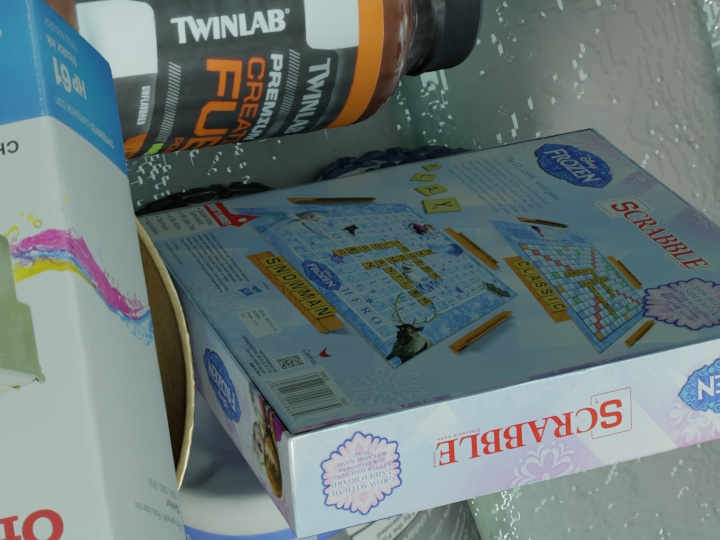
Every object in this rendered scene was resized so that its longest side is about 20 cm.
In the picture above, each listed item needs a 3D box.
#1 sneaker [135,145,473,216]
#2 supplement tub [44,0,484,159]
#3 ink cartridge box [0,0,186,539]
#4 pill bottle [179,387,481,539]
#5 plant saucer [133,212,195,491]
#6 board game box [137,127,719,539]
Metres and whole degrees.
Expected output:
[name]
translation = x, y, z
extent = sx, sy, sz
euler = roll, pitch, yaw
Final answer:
[sneaker]
translation = 0.000, 0.000, 1.014
extent = 0.199, 0.077, 0.086
euler = -11, 107, -17
[supplement tub]
translation = -0.053, -0.103, 0.949
extent = 0.199, 0.107, 0.108
euler = -10, 100, -25
[ink cartridge box]
translation = -0.148, 0.026, 0.810
extent = 0.144, 0.085, 0.201
euler = -14, 75, 9
[pill bottle]
translation = -0.006, 0.122, 0.969
extent = 0.114, 0.114, 0.201
euler = -36, 130, -19
[plant saucer]
translation = -0.149, 0.040, 0.905
extent = 0.199, 0.035, 0.202
euler = 1, 95, 17
[board game box]
translation = 0.037, 0.014, 0.881
extent = 0.198, 0.200, 0.041
euler = -11, 116, -16
